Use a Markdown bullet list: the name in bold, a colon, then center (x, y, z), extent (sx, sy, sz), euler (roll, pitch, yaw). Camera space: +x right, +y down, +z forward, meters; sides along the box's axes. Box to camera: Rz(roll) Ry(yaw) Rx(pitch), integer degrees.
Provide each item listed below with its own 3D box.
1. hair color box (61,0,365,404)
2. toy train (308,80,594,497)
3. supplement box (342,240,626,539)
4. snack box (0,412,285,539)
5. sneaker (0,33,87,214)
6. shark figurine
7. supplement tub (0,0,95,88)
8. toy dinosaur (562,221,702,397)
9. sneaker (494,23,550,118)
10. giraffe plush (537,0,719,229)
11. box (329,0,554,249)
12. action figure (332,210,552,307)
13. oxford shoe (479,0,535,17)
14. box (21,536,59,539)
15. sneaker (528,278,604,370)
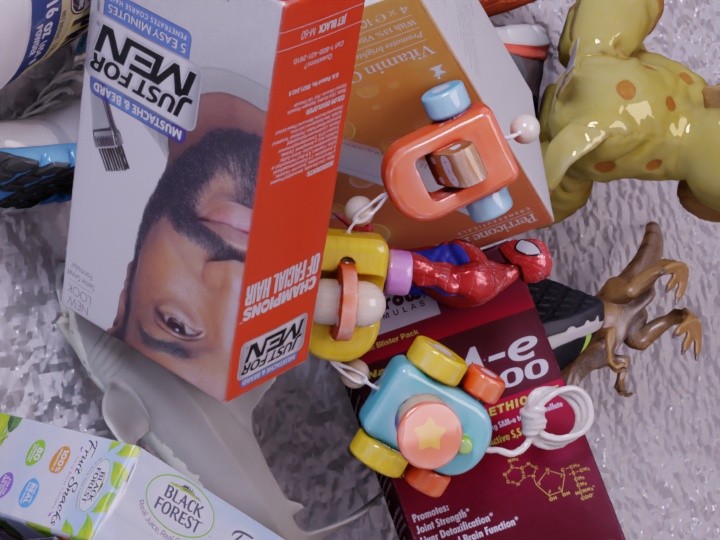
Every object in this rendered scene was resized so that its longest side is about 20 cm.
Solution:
- **hair color box**: center (-0.069, -0.055, 0.986), extent (0.064, 0.111, 0.201), euler (-27, 136, -45)
- **toy train**: center (0.042, 0.018, 1.074), extent (0.056, 0.150, 0.201), euler (-116, -174, -75)
- **supplement box**: center (0.063, 0.098, 1.169), extent (0.108, 0.061, 0.201), euler (-19, 76, -7)
- **snack box**: center (-0.087, 0.136, 1.029), extent (0.200, 0.142, 0.053), euler (38, 69, -37)
- **sneaker**: center (-0.135, -0.080, 1.083), extent (0.200, 0.075, 0.087), euler (-12, 86, -57)
- **shark figurine**: center (-0.058, 0.077, 1.078), extent (0.089, 0.128, 0.215), euler (-40, 114, 3)
- **supplement tub**: center (-0.156, -0.176, 1.013), extent (0.200, 0.144, 0.145), euler (-42, 113, -43)
- **toy dinosaur**: center (0.170, 0.017, 1.387), extent (0.060, 0.106, 0.200), euler (52, 56, -26)
- **sneaker**: center (0.049, -0.102, 1.283), extent (0.200, 0.077, 0.082), euler (-8, 95, -48)
- **giraffe plush**: center (0.193, -0.088, 1.313), extent (0.200, 0.162, 0.173), euler (-69, 175, -88)
- **box**: center (0.006, -0.097, 1.140), extent (0.200, 0.124, 0.098), euler (53, 24, -48)
- **action figure**: center (0.000, 0.000, 1.127), extent (0.199, 0.065, 0.052), euler (-1, 82, -5)
- **oxford shoe**: center (0.049, -0.186, 1.301), extent (0.200, 0.071, 0.073), euler (-8, 84, -48)
- **box**: center (-0.137, 0.230, 0.980), extent (0.200, 0.114, 0.132), euler (50, 48, -31)
- **sneaker**: center (0.073, 0.063, 1.300), extent (0.200, 0.072, 0.083), euler (-25, 131, -49)
